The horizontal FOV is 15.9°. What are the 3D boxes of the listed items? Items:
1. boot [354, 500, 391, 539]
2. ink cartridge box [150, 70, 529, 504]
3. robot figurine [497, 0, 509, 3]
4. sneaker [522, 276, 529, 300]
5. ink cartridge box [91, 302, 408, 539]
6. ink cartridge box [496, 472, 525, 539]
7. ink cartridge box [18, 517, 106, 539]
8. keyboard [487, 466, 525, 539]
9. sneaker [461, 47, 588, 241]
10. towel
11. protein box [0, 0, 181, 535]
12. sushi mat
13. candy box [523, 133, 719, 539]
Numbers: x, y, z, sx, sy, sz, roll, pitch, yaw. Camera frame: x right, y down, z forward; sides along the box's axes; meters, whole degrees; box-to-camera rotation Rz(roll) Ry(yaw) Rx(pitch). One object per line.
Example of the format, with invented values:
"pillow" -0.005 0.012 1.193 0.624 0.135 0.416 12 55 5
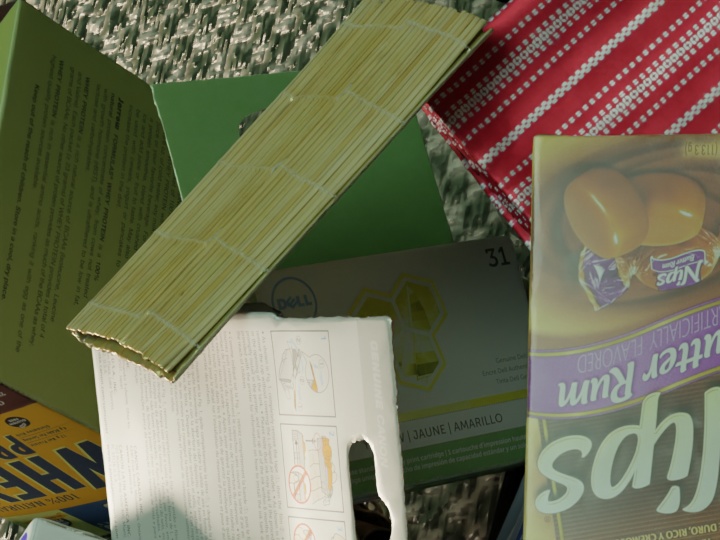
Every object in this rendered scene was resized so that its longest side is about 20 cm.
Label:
"boot" -0.008 0.123 1.190 0.200 0.073 0.076 56 143 36
"ink cartridge box" 0.000 0.000 1.141 0.048 0.145 0.201 -25 76 53
"robot figurine" 0.094 -0.186 1.218 0.125 0.150 0.200 -55 15 -2
"sneaker" 0.003 0.009 1.248 0.200 0.089 0.077 15 78 44
"ink cartridge box" -0.032 0.094 1.045 0.200 0.050 0.162 -2 94 48
"ink cartridge box" 0.094 0.168 1.087 0.119 0.042 0.201 14 79 45
"ink cartridge box" -0.170 0.233 1.141 0.198 0.043 0.201 129 158 -61
"keyboard" 0.135 0.125 1.117 0.199 0.021 0.128 0 66 43
"sneaker" 0.122 -0.069 1.099 0.199 0.099 0.078 -21 53 30
"towel" 0.132 -0.044 1.050 0.145 0.022 0.200 -40 80 7
"protein box" -0.164 0.007 1.317 0.135 0.200 0.199 -15 58 35
"sushi mat" -0.034 -0.037 1.066 0.200 0.012 0.096 -48 29 -13
"candy box" 0.124 0.049 0.994 0.116 0.056 0.201 -1 79 12
